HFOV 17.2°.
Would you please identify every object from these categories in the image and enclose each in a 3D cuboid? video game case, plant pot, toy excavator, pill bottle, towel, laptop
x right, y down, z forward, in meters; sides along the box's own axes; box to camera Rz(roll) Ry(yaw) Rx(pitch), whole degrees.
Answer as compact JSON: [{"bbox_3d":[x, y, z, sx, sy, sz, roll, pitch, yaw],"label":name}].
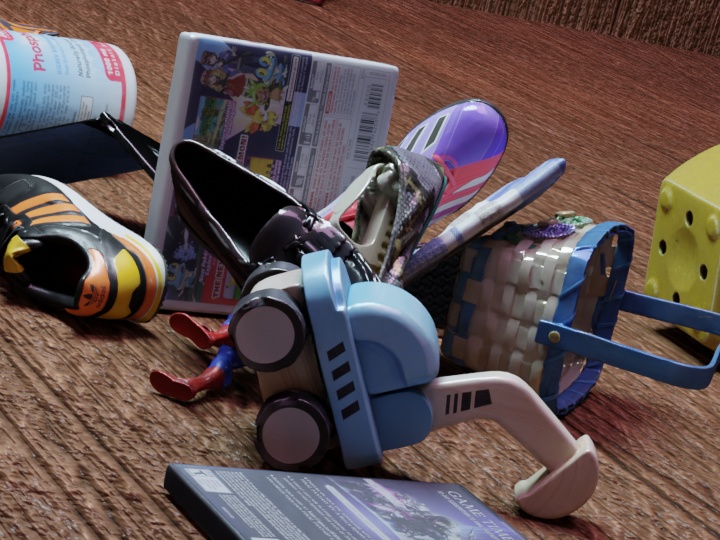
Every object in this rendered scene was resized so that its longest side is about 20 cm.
[{"bbox_3d":[-0.068,-0.065,1.750,0.181,0.201,0.023,6,9,-33],"label":"video game case"},{"bbox_3d":[0.358,-0.010,2.027,0.199,0.197,0.194,1,17,-23],"label":"plant pot"},{"bbox_3d":[0.034,0.074,1.470,0.199,0.196,0.100,-13,11,6],"label":"toy excavator"},{"bbox_3d":[-0.304,-0.155,2.075,0.199,0.109,0.109,4,16,-37],"label":"pill bottle"},{"bbox_3d":[0.005,0.149,1.340,0.199,0.019,0.143,8,15,-30],"label":"video game case"},{"bbox_3d":[0.055,-0.018,1.727,0.024,0.199,0.147,56,-6,2],"label":"towel"},{"bbox_3d":[-0.192,-0.049,1.864,0.200,0.116,0.187,48,6,15],"label":"laptop"}]

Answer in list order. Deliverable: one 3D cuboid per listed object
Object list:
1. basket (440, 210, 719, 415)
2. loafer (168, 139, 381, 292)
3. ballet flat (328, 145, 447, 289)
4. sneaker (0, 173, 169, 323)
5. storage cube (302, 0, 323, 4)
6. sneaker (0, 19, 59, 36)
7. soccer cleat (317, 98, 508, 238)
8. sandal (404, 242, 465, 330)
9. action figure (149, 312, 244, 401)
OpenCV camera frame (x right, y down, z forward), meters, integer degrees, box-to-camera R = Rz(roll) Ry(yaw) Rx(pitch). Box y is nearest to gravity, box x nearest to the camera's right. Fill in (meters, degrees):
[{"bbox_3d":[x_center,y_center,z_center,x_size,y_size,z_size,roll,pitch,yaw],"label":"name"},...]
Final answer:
[{"bbox_3d":[0.170,0.036,1.721,0.199,0.140,0.176,19,13,13],"label":"basket"},{"bbox_3d":[-0.063,-0.023,1.570,0.200,0.072,0.063,36,-18,39],"label":"loafer"},{"bbox_3d":[0.000,0.000,1.613,0.072,0.201,0.072,14,-27,8],"label":"ballet flat"},{"bbox_3d":[-0.229,-0.021,1.679,0.200,0.070,0.090,26,14,35],"label":"sneaker"},{"bbox_3d":[-0.114,-0.526,3.680,0.170,0.181,0.200,14,14,0],"label":"storage cube"},{"bbox_3d":[-0.359,-0.227,2.389,0.111,0.078,0.200,12,13,-6],"label":"sneaker"},{"bbox_3d":[0.024,-0.047,1.704,0.068,0.200,0.073,52,16,-7],"label":"soccer cleat"},{"bbox_3d":[0.043,0.009,1.858,0.199,0.076,0.045,7,3,-19],"label":"sandal"},{"bbox_3d":[-0.093,0.032,1.615,0.099,0.066,0.200,30,18,23],"label":"action figure"}]
